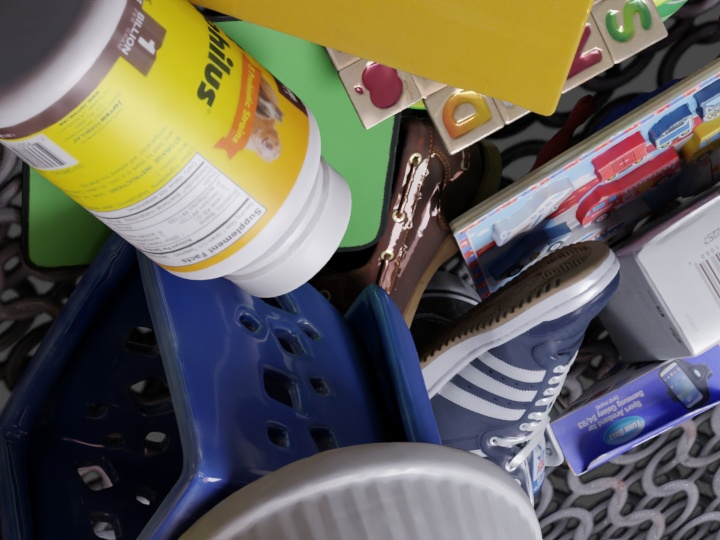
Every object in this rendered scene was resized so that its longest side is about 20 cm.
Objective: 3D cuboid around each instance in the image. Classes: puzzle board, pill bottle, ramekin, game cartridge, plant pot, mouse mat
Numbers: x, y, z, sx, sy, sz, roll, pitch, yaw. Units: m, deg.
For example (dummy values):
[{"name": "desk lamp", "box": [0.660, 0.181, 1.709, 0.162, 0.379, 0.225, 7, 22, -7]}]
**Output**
[{"name": "puzzle board", "box": [0.148, -0.048, 1.517, 0.200, 0.017, 0.151, -31, 159, 0]}, {"name": "pill bottle", "box": [-0.095, -0.069, 1.320, 0.109, 0.109, 0.200, -44, 128, 9]}, {"name": "ramekin", "box": [0.004, 0.182, 1.320, 0.202, 0.094, 0.203, -13, 140, -11]}, {"name": "game cartridge", "box": [0.024, -0.179, 1.297, 0.200, 0.032, 0.177, 17, 126, -1]}, {"name": "plant pot", "box": [-0.068, 0.109, 1.429, 0.179, 0.200, 0.200, 13, 130, -28]}, {"name": "mouse mat", "box": [-0.076, -0.067, 1.405, 0.199, 0.008, 0.161, -3, 130, -13]}]

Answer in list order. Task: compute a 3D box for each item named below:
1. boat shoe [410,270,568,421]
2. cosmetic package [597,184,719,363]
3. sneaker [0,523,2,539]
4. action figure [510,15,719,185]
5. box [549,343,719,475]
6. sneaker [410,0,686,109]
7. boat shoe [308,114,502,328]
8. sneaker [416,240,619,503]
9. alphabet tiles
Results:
[{"name": "boat shoe", "box": [0.068, 0.065, 1.627, 0.074, 0.068, 0.199, -41, 140, 6]}, {"name": "cosmetic package", "box": [0.195, -0.001, 1.571, 0.102, 0.074, 0.200, -30, -179, -8]}, {"name": "sneaker", "box": [-0.248, 0.184, 1.467, 0.200, 0.081, 0.075, -23, 151, -56]}, {"name": "action figure", "box": [0.143, -0.067, 1.569, 0.200, 0.052, 0.065, -37, 135, 8]}, {"name": "box", "box": [0.189, 0.065, 1.633, 0.119, 0.042, 0.200, -30, 178, 22]}, {"name": "sneaker", "box": [0.098, -0.129, 1.448, 0.200, 0.074, 0.084, -21, 158, -5]}, {"name": "boat shoe", "box": [0.000, 0.000, 1.519, 0.070, 0.070, 0.200, 15, 112, -37]}, {"name": "sneaker", "box": [0.096, 0.067, 1.515, 0.200, 0.109, 0.070, -36, -173, 39]}, {"name": "alphabet tiles", "box": [0.066, -0.162, 1.380, 0.200, 0.006, 0.167, -29, 106, -9]}]
